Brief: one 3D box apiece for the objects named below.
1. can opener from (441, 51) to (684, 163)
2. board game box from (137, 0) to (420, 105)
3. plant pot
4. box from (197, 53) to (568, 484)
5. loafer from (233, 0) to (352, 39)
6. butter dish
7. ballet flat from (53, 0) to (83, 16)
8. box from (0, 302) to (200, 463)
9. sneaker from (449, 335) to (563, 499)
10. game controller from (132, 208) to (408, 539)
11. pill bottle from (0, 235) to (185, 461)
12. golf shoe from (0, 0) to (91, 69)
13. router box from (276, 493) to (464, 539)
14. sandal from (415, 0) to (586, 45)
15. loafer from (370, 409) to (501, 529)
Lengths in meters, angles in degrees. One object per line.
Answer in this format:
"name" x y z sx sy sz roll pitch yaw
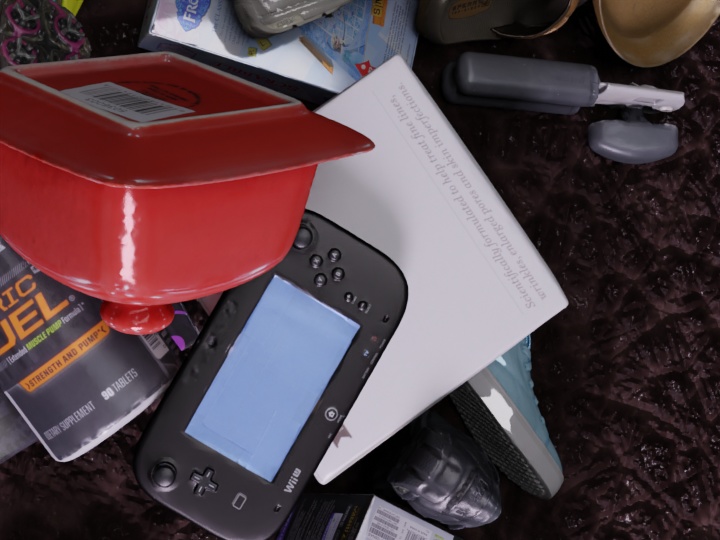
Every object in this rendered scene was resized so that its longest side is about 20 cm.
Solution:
"can opener" 0.159 -0.123 1.235 0.197 0.053 0.068 3 81 -20
"board game box" -0.045 -0.231 1.176 0.197 0.041 0.203 16 77 -19
"plant pot" 0.240 -0.258 1.247 0.199 0.027 0.202 -27 130 -36
"box" 0.000 0.000 1.071 0.199 0.131 0.200 -34 89 -1
"loafer" -0.002 -0.226 1.132 0.198 0.070 0.071 -26 101 -22
"butter dish" -0.124 -0.035 0.930 0.198 0.199 0.150 -13 118 -45
"ballet flat" -0.199 -0.252 1.109 0.066 0.067 0.203 -2 82 -35
"box" -0.223 0.035 1.072 0.199 0.036 0.144 -31 95 -21
"sneaker" 0.103 0.068 1.174 0.082 0.074 0.201 -34 96 -17
"game controller" -0.054 0.065 0.984 0.104 0.042 0.202 30 90 1
"pill bottle" -0.206 0.010 1.006 0.106 0.106 0.201 -39 97 -21
"golf shoe" -0.227 -0.146 1.040 0.072 0.092 0.202 11 49 -43
"router box" 0.054 0.215 1.089 0.198 0.157 0.053 29 74 -15
"sandal" 0.127 -0.209 1.206 0.199 0.054 0.083 -21 133 -37
"loafer" 0.052 0.138 1.077 0.070 0.201 0.068 37 86 -4
